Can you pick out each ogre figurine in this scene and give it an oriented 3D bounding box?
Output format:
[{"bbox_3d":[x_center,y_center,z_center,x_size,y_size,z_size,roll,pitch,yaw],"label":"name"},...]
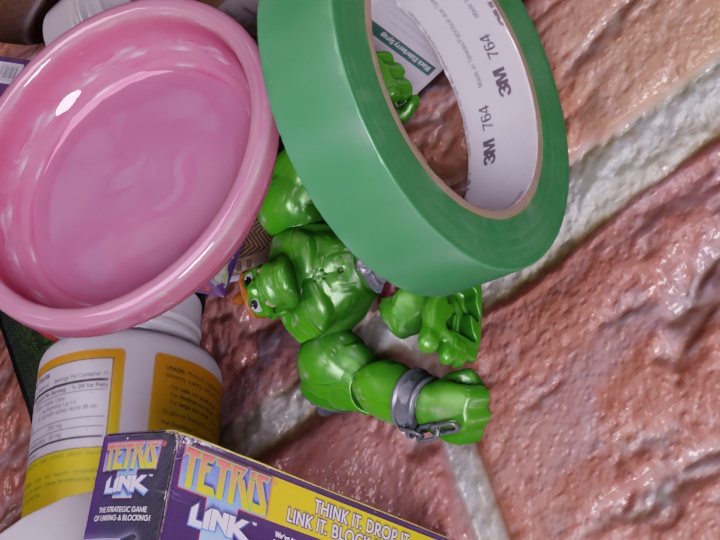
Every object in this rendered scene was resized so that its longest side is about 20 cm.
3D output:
[{"bbox_3d":[0.000,0.000,0.900,0.119,0.098,0.201,-22,99,42],"label":"ogre figurine"}]

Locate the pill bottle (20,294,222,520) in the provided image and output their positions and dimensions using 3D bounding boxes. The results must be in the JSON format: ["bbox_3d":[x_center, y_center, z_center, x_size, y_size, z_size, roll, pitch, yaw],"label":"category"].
[{"bbox_3d":[-0.135,0.108,0.963,0.109,0.109,0.202,-18,58,36],"label":"pill bottle"}]

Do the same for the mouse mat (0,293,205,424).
[{"bbox_3d":[-0.183,0.015,1.130,0.161,0.008,0.201,-46,45,16],"label":"mouse mat"}]

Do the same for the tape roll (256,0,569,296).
[{"bbox_3d":[0.031,-0.090,0.839,0.048,0.200,0.202,-21,56,34],"label":"tape roll"}]

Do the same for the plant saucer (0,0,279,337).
[{"bbox_3d":[-0.126,-0.052,0.922,0.199,0.051,0.202,-13,59,22],"label":"plant saucer"}]

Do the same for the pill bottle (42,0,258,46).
[{"bbox_3d":[-0.106,-0.189,1.081,0.199,0.114,0.115,-34,50,27],"label":"pill bottle"}]

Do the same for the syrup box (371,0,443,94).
[{"bbox_3d":[0.042,-0.184,0.963,0.200,0.081,0.079,-41,46,19],"label":"syrup box"}]

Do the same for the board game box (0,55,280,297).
[{"bbox_3d":[-0.150,-0.058,0.989,0.198,0.032,0.121,11,65,24],"label":"board game box"}]

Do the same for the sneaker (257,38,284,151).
[{"bbox_3d":[-0.113,-0.098,1.055,0.198,0.077,0.083,-16,88,25],"label":"sneaker"}]

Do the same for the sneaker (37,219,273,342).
[{"bbox_3d":[-0.135,-0.001,1.052,0.198,0.113,0.072,-1,62,9],"label":"sneaker"}]

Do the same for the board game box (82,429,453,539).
[{"bbox_3d":[-0.046,0.181,0.777,0.056,0.199,0.167,-9,63,41],"label":"board game box"}]

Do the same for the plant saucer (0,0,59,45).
[{"bbox_3d":[-0.182,-0.223,1.155,0.200,0.034,0.200,-48,0,0],"label":"plant saucer"}]

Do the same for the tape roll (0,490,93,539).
[{"bbox_3d":[-0.126,0.213,0.835,0.071,0.202,0.204,29,90,47],"label":"tape roll"}]
